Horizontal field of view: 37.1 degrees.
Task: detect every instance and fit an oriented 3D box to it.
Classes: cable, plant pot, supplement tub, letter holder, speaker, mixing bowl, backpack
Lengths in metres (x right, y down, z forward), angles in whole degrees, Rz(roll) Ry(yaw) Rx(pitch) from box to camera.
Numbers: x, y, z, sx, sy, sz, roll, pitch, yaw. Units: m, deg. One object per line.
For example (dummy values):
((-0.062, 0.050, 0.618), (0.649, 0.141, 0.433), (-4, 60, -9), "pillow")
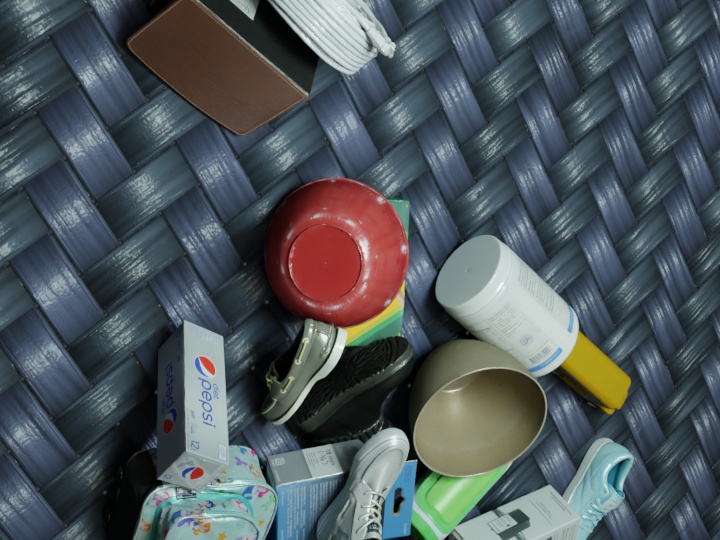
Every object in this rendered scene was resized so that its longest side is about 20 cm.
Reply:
((-0.054, -0.334, 1.328), (0.199, 0.201, 0.069), (38, 108, -25), "cable")
((0.152, 0.178, 1.550), (0.197, 0.135, 0.203), (-8, 125, -12), "plant pot")
((0.219, 0.055, 1.588), (0.200, 0.131, 0.133), (41, 77, -29), "supplement tub")
((-0.170, -0.279, 1.329), (0.199, 0.141, 0.102), (37, 46, -31), "letter holder")
((0.145, 0.318, 1.613), (0.200, 0.088, 0.089), (-43, 116, -18), "speaker")
((-0.037, -0.016, 1.379), (0.197, 0.108, 0.204), (1, 97, 5), "mixing bowl")
((-0.203, 0.314, 1.362), (0.198, 0.151, 0.179), (-2, 125, -37), "backpack")

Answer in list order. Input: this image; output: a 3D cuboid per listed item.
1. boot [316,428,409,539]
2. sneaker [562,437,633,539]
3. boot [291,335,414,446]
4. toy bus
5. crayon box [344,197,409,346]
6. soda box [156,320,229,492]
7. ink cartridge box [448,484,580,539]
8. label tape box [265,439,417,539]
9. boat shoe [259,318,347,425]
((0.014, 0.308, 1.386), (0.073, 0.096, 0.202), (17, 114, -29), "boot")
((0.389, 0.378, 1.769), (0.073, 0.082, 0.203), (25, 85, -30), "sneaker")
((0.024, 0.196, 1.491), (0.210, 0.080, 0.158), (-35, 116, 20), "boot")
((0.366, 0.162, 1.723), (0.199, 0.078, 0.066), (39, 78, -29), "toy bus")
((0.000, 0.000, 1.489), (0.117, 0.058, 0.204), (-1, 99, -30), "crayon box")
((-0.207, 0.164, 1.315), (0.063, 0.202, 0.068), (25, 126, -31), "soda box")
((0.231, 0.440, 1.659), (0.198, 0.083, 0.148), (-16, 129, -28), "ink cartridge box")
((-0.029, 0.311, 1.471), (0.197, 0.064, 0.146), (-8, 124, -17), "label tape box")
((-0.088, 0.132, 1.408), (0.060, 0.202, 0.073), (26, 42, -15), "boat shoe")
